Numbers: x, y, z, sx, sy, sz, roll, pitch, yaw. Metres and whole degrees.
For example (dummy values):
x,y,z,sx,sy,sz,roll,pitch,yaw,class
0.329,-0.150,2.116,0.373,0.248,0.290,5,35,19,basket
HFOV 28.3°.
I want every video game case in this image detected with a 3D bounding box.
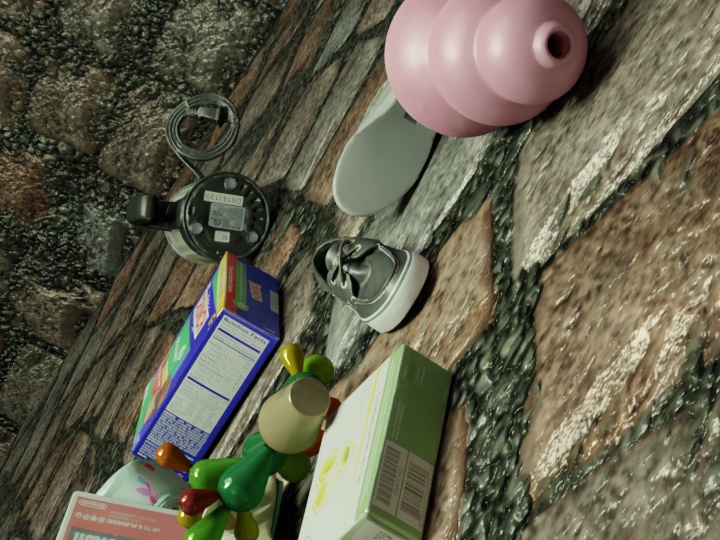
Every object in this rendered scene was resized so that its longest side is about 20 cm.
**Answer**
x,y,z,sx,sy,sz,roll,pitch,yaw,class
-0.202,0.277,1.216,0.201,0.142,0.018,-79,1,-52,video game case

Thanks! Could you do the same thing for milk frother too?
x,y,z,sx,sy,sz,roll,pitch,yaw,class
-0.207,-0.120,1.940,0.201,0.180,0.188,-66,15,-8,milk frother

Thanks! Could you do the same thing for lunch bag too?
x,y,z,sx,sy,sz,roll,pitch,yaw,class
-0.244,0.276,1.369,0.200,0.077,0.160,-51,-9,-3,lunch bag

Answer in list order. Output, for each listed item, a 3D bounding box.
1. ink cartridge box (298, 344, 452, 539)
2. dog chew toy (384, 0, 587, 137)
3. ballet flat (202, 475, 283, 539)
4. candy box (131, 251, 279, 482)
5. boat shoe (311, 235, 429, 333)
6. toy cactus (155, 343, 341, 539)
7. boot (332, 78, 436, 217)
x,y,z,sx,sy,sz,roll,pitch,yaw,class
-0.016,0.162,0.963,0.200,0.048,0.146,-47,19,40,ink cartridge box
0.098,-0.161,1.053,0.125,0.124,0.200,-62,21,-6,dog chew toy
-0.095,0.216,1.096,0.070,0.069,0.200,-57,13,16,ballet flat
-0.167,0.103,1.570,0.201,0.077,0.169,-56,14,15,candy box
0.000,0.000,1.183,0.070,0.066,0.200,-61,13,1,boat shoe
-0.068,0.118,1.059,0.200,0.102,0.165,-41,-6,-36,toy cactus
0.033,-0.128,1.344,0.201,0.073,0.096,-56,6,-15,boot
